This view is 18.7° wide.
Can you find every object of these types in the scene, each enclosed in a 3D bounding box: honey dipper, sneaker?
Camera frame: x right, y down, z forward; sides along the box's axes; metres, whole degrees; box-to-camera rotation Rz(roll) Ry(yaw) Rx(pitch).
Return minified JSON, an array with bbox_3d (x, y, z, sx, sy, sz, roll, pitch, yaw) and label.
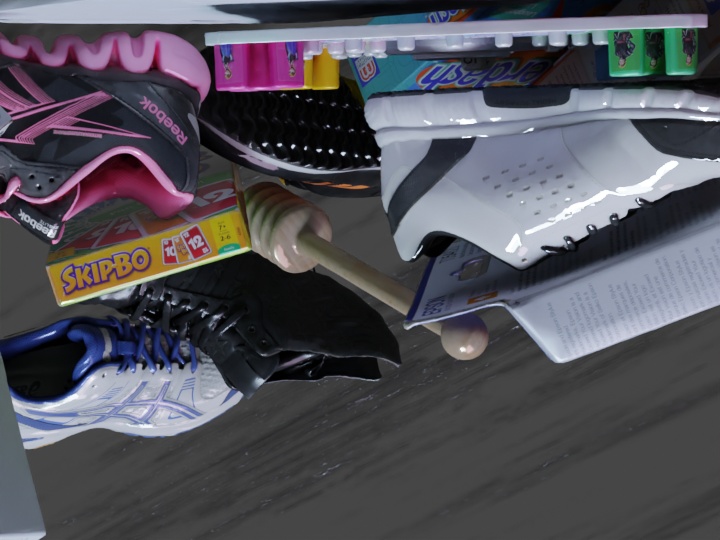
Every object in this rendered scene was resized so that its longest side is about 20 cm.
[{"bbox_3d":[0.000,0.000,1.081,0.038,0.200,0.038,-13,114,-30],"label":"honey dipper"},{"bbox_3d":[-0.150,0.062,1.360,0.199,0.075,0.088,-14,158,-16],"label":"sneaker"},{"bbox_3d":[-0.164,-0.058,1.003,0.199,0.096,0.079,-2,158,-14],"label":"sneaker"},{"bbox_3d":[-0.031,-0.067,1.150,0.200,0.070,0.090,4,157,-42],"label":"sneaker"},{"bbox_3d":[-0.079,0.027,1.291,0.199,0.104,0.060,-6,156,-32],"label":"sneaker"},{"bbox_3d":[0.096,-0.041,0.919,0.199,0.080,0.074,-1,-177,32],"label":"sneaker"}]

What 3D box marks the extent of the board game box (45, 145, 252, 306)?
[{"bbox_3d":[-0.107,-0.030,1.109,0.095,0.030,0.200,-17,-168,-1],"label":"board game box"}]

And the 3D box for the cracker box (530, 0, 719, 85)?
[{"bbox_3d":[0.191,-0.120,1.103,0.134,0.058,0.200,-9,157,-39],"label":"cracker box"}]

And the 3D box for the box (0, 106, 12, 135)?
[{"bbox_3d":[-0.245,-0.041,0.945,0.200,0.117,0.060,-43,-178,46],"label":"box"}]

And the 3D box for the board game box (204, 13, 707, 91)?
[{"bbox_3d":[0.044,-0.094,0.956,0.199,0.026,0.200,-1,-175,4],"label":"board game box"}]

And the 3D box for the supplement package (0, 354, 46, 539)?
[{"bbox_3d":[-0.299,0.077,1.099,0.200,0.192,0.147,5,149,-47],"label":"supplement package"}]

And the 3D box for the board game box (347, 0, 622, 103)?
[{"bbox_3d":[0.110,-0.146,1.107,0.152,0.045,0.200,-2,154,-42],"label":"board game box"}]

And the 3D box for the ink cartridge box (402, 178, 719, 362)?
[{"bbox_3d":[0.125,-0.009,0.999,0.199,0.041,0.200,-19,-172,10],"label":"ink cartridge box"}]

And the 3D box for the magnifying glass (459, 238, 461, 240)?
[{"bbox_3d":[0.083,-0.045,1.117,0.079,0.022,0.200,22,163,5],"label":"magnifying glass"}]

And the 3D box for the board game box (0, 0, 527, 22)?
[{"bbox_3d":[-0.055,-0.121,0.915,0.200,0.026,0.200,-4,-175,-35],"label":"board game box"}]
